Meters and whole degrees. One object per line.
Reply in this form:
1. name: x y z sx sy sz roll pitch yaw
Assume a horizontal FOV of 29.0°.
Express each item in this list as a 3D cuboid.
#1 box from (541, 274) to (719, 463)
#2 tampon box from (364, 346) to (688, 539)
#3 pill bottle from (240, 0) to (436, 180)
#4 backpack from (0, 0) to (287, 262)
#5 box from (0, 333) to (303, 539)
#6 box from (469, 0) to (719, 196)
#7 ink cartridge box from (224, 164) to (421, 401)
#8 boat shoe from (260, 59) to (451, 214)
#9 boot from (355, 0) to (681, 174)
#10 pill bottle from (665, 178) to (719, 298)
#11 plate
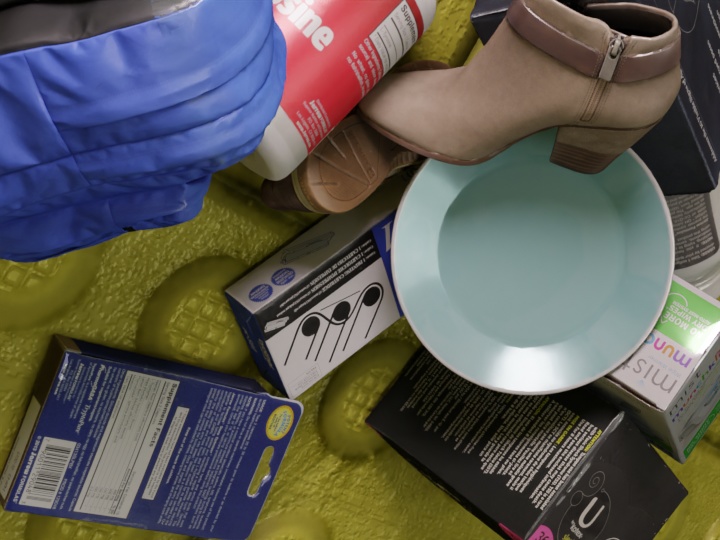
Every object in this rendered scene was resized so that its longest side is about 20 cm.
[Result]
1. box: 0.186 0.044 1.087 0.097 0.199 0.177 -53 154 -6
2. tampon box: 0.134 0.151 1.130 0.126 0.200 0.150 -50 134 -6
3. pill bottle: -0.025 -0.164 0.894 0.200 0.112 0.112 -47 134 -10
4. backpack: -0.137 -0.108 0.757 0.199 0.163 0.168 -17 131 9
5. box: -0.145 0.124 0.988 0.199 0.032 0.122 17 101 -35
6. box: 0.188 -0.189 0.998 0.200 0.123 0.198 54 43 -42
7. ink cartridge box: 0.000 0.000 1.048 0.200 0.044 0.094 -37 133 -19
8. boat shoe: 0.004 -0.092 0.992 0.200 0.072 0.073 -41 110 -43
9. boot: 0.101 -0.131 0.883 0.147 0.198 0.071 101 0 -56
10. pill bottle: 0.256 -0.063 1.172 0.111 0.111 0.201 -38 131 -18
11. plate: 0.120 -0.012 0.983 0.198 0.026 0.202 1 99 4
